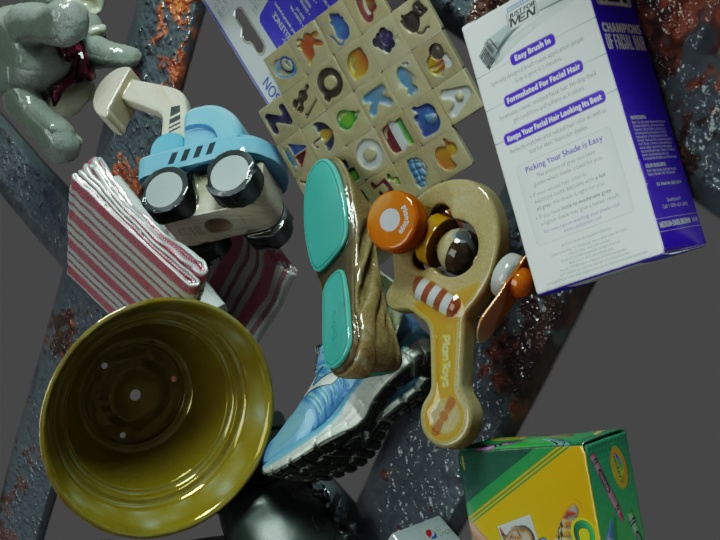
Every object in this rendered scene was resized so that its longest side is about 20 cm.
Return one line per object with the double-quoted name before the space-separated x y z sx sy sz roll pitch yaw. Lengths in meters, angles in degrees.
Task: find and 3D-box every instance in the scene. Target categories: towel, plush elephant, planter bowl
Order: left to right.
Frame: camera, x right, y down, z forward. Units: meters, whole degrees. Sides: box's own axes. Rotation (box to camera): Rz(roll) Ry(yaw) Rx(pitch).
"plush elephant" -0.303 -0.222 1.174 0.199 0.154 0.166 23 121 32
"towel" -0.201 0.000 1.027 0.146 0.030 0.200 43 150 8
"planter bowl" -0.179 0.114 0.964 0.083 0.198 0.203 19 110 60
"towel" -0.149 -0.010 1.123 0.200 0.030 0.147 50 127 27

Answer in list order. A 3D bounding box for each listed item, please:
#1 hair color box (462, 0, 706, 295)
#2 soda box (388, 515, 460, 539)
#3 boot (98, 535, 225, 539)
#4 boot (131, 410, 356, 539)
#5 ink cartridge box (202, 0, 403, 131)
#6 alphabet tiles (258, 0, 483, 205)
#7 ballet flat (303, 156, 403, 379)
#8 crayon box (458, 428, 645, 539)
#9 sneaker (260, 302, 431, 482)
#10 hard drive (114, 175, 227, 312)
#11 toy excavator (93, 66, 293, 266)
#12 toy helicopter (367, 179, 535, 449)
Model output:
"hair color box" 0.152 -0.095 0.792 0.109 0.064 0.202 -21 83 45
"soda box" 0.028 0.306 0.970 0.068 0.063 0.201 45 123 31
"boot" -0.131 0.300 1.028 0.165 0.199 0.066 42 104 36
"boot" -0.115 0.221 1.012 0.074 0.196 0.163 96 151 -49
"ink cartridge box" -0.051 -0.258 0.981 0.200 0.043 0.199 -49 62 36
"alphabet tiles" 0.004 -0.132 0.934 0.199 0.006 0.168 -29 91 39
"ballet flat" 0.000 0.000 0.927 0.068 0.072 0.202 -45 43 39
"crayon box" 0.149 0.222 0.841 0.118 0.058 0.202 -12 87 45
"sneaker" -0.013 0.106 0.977 0.200 0.078 0.090 -43 52 21
"hard drive" -0.193 0.016 1.126 0.200 0.026 0.133 47 147 31
"toy excavator" -0.159 -0.113 1.065 0.192 0.100 0.202 -11 58 16
"toy helicopter" 0.078 0.031 0.857 0.131 0.079 0.203 -5 79 32
